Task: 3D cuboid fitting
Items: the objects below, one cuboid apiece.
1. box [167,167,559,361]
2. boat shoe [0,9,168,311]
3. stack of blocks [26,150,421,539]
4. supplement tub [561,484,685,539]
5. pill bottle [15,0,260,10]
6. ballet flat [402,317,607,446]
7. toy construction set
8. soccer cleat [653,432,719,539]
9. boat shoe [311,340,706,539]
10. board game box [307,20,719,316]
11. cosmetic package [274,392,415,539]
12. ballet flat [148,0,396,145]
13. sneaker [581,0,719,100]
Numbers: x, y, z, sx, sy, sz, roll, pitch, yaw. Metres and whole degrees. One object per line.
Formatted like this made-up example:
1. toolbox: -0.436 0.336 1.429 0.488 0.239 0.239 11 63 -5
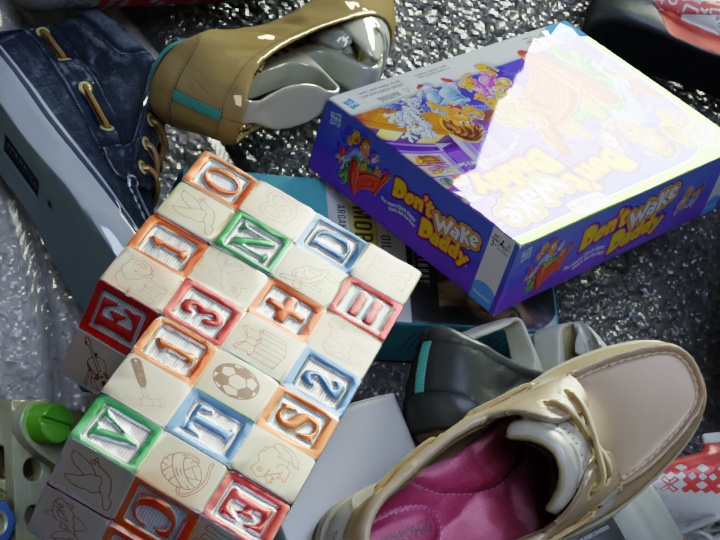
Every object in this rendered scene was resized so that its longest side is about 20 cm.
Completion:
1. box: 0.000 0.000 0.974 0.200 0.049 0.082 4 64 -19
2. boat shoe: -0.121 -0.052 0.931 0.091 0.071 0.200 -24 66 -29
3. stack of blocks: -0.063 0.044 0.785 0.115 0.059 0.200 30 37 1
4. supplement tub: 0.128 0.204 0.880 0.122 0.123 0.200 -22 75 -28
5. pill bottle: -0.089 -0.199 1.001 0.200 0.112 0.112 -6 68 -23
6. ballet flat: 0.093 0.058 0.926 0.200 0.068 0.068 11 69 -54
7. toy construction set: -0.133 0.134 0.843 0.131 0.092 0.200 2 70 -48
8. soccer cleat: 0.215 0.138 0.979 0.200 0.069 0.085 6 58 -23
9. boat shoe: 0.075 0.087 0.808 0.200 0.069 0.074 -29 84 -19
10. board game box: 0.091 -0.060 0.988 0.134 0.045 0.200 39 40 26
11. cosmetic package: 0.001 0.172 0.858 0.085 0.108 0.200 -13 72 -26
12. ballet flat: -0.027 -0.102 0.978 0.063 0.069 0.200 30 34 26
13. sneaker: 0.236 -0.150 1.126 0.201 0.067 0.108 22 62 -7
